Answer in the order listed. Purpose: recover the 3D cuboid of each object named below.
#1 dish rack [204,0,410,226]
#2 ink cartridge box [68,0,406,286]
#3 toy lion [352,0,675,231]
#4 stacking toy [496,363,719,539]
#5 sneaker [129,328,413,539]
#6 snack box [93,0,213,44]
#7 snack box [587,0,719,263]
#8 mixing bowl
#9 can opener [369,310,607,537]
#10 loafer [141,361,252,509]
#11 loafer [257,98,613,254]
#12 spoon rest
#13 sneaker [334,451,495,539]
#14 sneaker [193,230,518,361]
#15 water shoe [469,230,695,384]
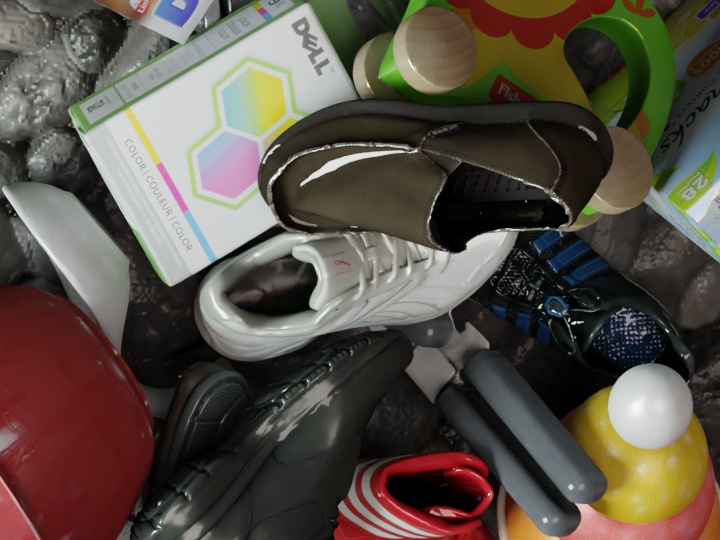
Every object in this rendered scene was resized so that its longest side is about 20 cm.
[{"bbox_3d":[-0.010,-0.135,1.680,0.171,0.044,0.201,-10,111,-13],"label":"dish rack"},{"bbox_3d":[-0.052,-0.091,1.626,0.199,0.059,0.104,-31,114,-5],"label":"ink cartridge box"},{"bbox_3d":[0.097,-0.150,1.631,0.199,0.069,0.192,33,66,-16],"label":"toy lion"},{"bbox_3d":[0.164,0.116,1.722,0.145,0.147,0.200,-12,154,-13],"label":"stacking toy"},{"bbox_3d":[-0.037,0.113,1.639,0.200,0.076,0.091,-43,99,-16],"label":"sneaker"},{"bbox_3d":[-0.072,-0.221,1.576,0.072,0.024,0.200,23,111,-37],"label":"snack box"},{"bbox_3d":[0.227,-0.100,1.680,0.169,0.200,0.068,-44,116,1],"label":"snack box"},{"bbox_3d":[-0.187,0.083,1.629,0.108,0.200,0.201,-38,116,-18],"label":"mixing bowl"},{"bbox_3d":[0.061,0.072,1.698,0.067,0.200,0.053,8,125,-51],"label":"can opener"},{"bbox_3d":[-0.107,0.138,1.711,0.072,0.063,0.201,-23,130,-39],"label":"loafer"},{"bbox_3d":[0.034,-0.048,1.554,0.199,0.072,0.073,-7,131,20],"label":"loafer"},{"bbox_3d":[-0.144,0.023,1.670,0.061,0.099,0.200,-42,126,-1],"label":"spoon rest"},{"bbox_3d":[0.049,0.158,1.728,0.200,0.115,0.079,20,69,-49],"label":"sneaker"},{"bbox_3d":[0.000,0.000,1.644,0.199,0.099,0.078,-23,86,-1],"label":"sneaker"},{"bbox_3d":[0.123,0.011,1.752,0.199,0.079,0.072,27,98,-24],"label":"water shoe"}]
